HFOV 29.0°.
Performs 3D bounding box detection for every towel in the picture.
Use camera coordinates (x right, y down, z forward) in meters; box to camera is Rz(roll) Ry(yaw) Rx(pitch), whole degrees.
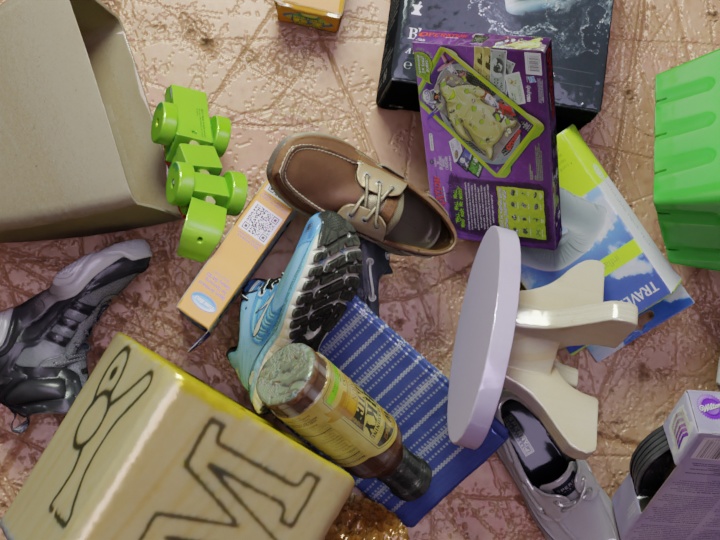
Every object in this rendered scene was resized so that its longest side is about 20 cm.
[{"bbox_3d":[0.020,0.130,1.267,0.200,0.024,0.145,41,112,-7],"label":"towel"}]

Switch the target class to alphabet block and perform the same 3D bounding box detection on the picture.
[{"bbox_3d":[-0.158,0.196,1.173,0.196,0.195,0.201,34,84,-25],"label":"alphabet block"}]

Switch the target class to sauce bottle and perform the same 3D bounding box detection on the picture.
[{"bbox_3d":[-0.007,0.136,1.193,0.065,0.065,0.200,-53,131,-7],"label":"sauce bottle"}]

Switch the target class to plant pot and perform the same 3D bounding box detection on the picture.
[{"bbox_3d":[-0.285,-0.119,1.219,0.176,0.200,0.201,-18,87,4],"label":"plant pot"}]

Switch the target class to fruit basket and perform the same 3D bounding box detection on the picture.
[{"bbox_3d":[0.372,-0.097,1.259,0.214,0.156,0.217,-12,49,14],"label":"fruit basket"}]

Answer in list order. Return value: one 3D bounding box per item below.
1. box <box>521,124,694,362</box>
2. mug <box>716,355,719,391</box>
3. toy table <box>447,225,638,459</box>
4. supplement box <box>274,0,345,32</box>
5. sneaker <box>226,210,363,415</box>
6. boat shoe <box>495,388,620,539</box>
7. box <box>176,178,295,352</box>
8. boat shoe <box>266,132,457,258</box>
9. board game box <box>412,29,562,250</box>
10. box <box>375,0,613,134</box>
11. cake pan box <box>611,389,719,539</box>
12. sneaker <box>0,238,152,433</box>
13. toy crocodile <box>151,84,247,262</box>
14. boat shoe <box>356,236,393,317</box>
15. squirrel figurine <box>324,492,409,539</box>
[{"bbox_3d":[0.203,-0.018,1.292,0.122,0.048,0.201,-35,89,29],"label":"box"},{"bbox_3d":[0.425,0.096,1.287,0.153,0.149,0.187,-43,83,1],"label":"mug"},{"bbox_3d":[0.150,0.067,1.201,0.116,0.184,0.201,14,72,-8],"label":"toy table"},{"bbox_3d":[-0.030,-0.332,1.316,0.066,0.069,0.202,13,83,-3],"label":"supplement box"},{"bbox_3d":[-0.070,0.028,1.197,0.090,0.078,0.201,42,123,26],"label":"sneaker"},{"bbox_3d":[0.180,0.198,1.290,0.073,0.065,0.200,-41,90,-7],"label":"boat shoe"},{"bbox_3d":[-0.106,-0.016,1.255,0.041,0.119,0.200,37,83,-1],"label":"box"},{"bbox_3d":[0.009,-0.063,1.200,0.199,0.072,0.076,21,91,-38],"label":"boat shoe"},{"bbox_3d":[0.113,-0.112,1.223,0.119,0.032,0.201,6,127,19],"label":"board game box"},{"bbox_3d":[0.127,-0.245,1.298,0.195,0.117,0.202,8,83,-4],"label":"box"},{"bbox_3d":[0.340,0.181,1.239,0.198,0.185,0.053,3,48,-13],"label":"cake pan box"},{"bbox_3d":[-0.255,0.062,1.260,0.199,0.075,0.114,-33,89,-1],"label":"sneaker"},{"bbox_3d":[-0.150,-0.093,1.250,0.067,0.062,0.201,8,44,-27],"label":"toy crocodile"},{"bbox_3d":[0.000,0.000,1.290,0.060,0.076,0.202,6,97,-4],"label":"boat shoe"},{"bbox_3d":[0.020,0.299,1.235,0.186,0.141,0.201,-20,90,-13],"label":"squirrel figurine"}]
